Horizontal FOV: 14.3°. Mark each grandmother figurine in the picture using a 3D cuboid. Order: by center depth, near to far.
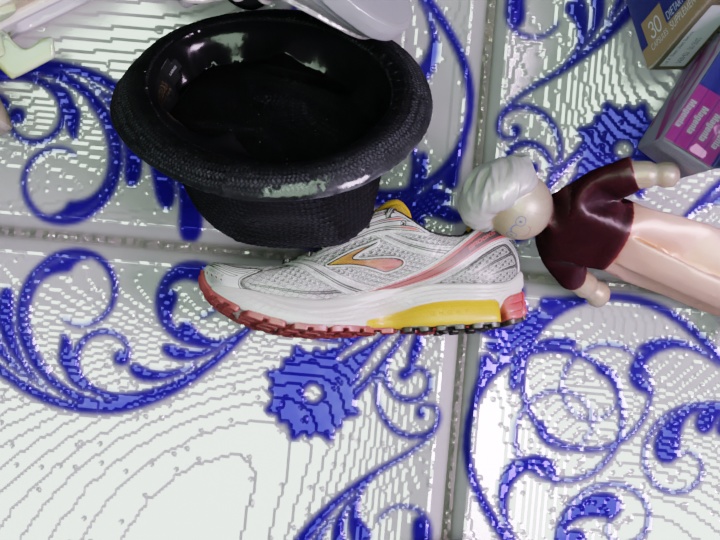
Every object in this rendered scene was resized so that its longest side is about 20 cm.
[{"bbox_3d":[0.154,-0.021,1.729,0.199,0.061,0.121,18,121,-12],"label":"grandmother figurine"}]

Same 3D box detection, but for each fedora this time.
[{"bbox_3d":[-0.050,-0.074,1.721,0.200,0.201,0.092,-6,129,0],"label":"fedora"}]

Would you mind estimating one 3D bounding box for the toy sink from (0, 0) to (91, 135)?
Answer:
[{"bbox_3d":[-0.220,-0.196,1.724,0.112,0.130,0.200,-26,89,-1],"label":"toy sink"}]

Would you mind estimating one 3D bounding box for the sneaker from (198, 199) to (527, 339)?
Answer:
[{"bbox_3d":[0.000,0.000,1.756,0.199,0.078,0.082,-3,86,-9],"label":"sneaker"}]

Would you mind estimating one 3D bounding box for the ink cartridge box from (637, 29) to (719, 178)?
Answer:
[{"bbox_3d":[0.238,-0.148,1.688,0.043,0.200,0.197,33,89,0],"label":"ink cartridge box"}]

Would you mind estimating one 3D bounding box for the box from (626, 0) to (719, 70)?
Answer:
[{"bbox_3d":[0.180,-0.234,1.700,0.032,0.121,0.201,-3,65,-24],"label":"box"}]

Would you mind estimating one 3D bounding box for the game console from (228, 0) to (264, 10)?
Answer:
[{"bbox_3d":[-0.071,-0.272,1.706,0.200,0.118,0.171,42,90,-17],"label":"game console"}]

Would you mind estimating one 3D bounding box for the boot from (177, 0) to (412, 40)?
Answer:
[{"bbox_3d":[-0.070,-0.187,1.714,0.200,0.074,0.096,39,126,-11],"label":"boot"}]
